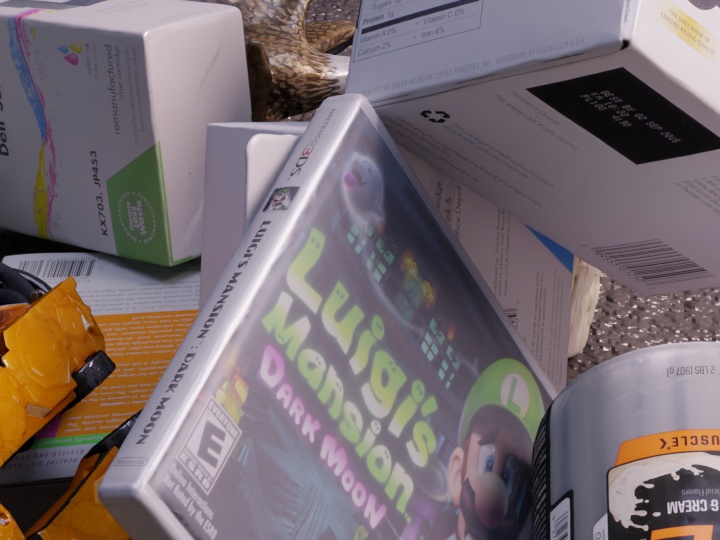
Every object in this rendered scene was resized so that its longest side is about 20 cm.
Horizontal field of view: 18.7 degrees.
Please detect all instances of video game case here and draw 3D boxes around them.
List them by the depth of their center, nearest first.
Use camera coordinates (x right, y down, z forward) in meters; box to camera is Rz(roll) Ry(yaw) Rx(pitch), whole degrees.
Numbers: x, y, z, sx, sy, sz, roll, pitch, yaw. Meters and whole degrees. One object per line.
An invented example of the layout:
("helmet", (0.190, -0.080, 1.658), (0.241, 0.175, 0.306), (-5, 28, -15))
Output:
("video game case", (0.007, 0.071, 0.769), (0.023, 0.200, 0.182), (-5, 43, 38))

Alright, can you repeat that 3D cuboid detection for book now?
("book", (-0.115, 0.051, 0.987), (0.133, 0.048, 0.200), (-1, 30, 4))

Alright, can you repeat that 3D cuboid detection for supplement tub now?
("supplement tub", (0.119, 0.134, 0.751), (0.122, 0.123, 0.201), (2, 49, 1))

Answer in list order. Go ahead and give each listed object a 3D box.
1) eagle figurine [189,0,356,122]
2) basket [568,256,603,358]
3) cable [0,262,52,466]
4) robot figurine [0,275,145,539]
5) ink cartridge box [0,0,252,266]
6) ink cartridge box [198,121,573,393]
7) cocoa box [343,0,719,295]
("eagle figurine", (-0.045, -0.121, 1.187), (0.151, 0.152, 0.201), (30, 42, -22))
("basket", (0.062, -0.062, 1.007), (0.123, 0.201, 0.136), (12, 3, 10))
("cable", (-0.202, 0.062, 0.928), (0.163, 0.051, 0.200), (-21, 29, 13))
("robot figurine", (-0.124, 0.081, 0.782), (0.058, 0.145, 0.200), (-35, 6, 24))
("ink cartridge box", (-0.145, -0.078, 1.094), (0.199, 0.118, 0.067), (11, 24, 42))
("ink cartridge box", (0.000, 0.000, 0.851), (0.068, 0.117, 0.200), (7, 7, 40))
("cocoa box", (0.111, -0.091, 0.825), (0.133, 0.200, 0.132), (-9, 64, 41))
